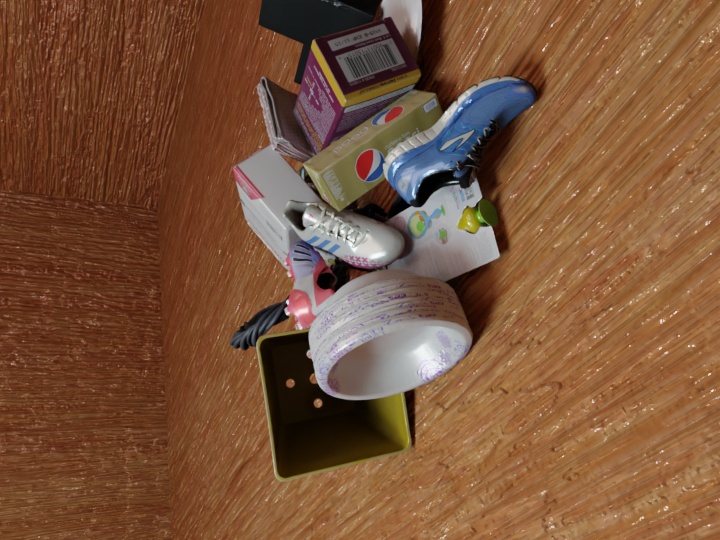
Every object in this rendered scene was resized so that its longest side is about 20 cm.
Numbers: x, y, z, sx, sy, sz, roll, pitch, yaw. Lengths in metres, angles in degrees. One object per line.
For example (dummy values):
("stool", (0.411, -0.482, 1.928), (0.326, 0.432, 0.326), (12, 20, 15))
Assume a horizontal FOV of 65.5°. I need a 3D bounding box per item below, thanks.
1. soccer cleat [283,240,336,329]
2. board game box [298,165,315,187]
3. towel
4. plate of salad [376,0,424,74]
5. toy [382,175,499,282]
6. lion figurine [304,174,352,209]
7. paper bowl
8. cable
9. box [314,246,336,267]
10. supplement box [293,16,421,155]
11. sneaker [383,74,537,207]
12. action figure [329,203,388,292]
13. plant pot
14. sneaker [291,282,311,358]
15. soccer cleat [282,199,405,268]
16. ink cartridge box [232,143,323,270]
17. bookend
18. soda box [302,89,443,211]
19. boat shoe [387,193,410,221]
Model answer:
("soccer cleat", (-0.067, 0.009, 0.819), (0.076, 0.067, 0.200), (-30, 28, 13))
("board game box", (-0.088, -0.142, 1.159), (0.135, 0.028, 0.201), (-27, 63, 59))
("towel", (-0.088, -0.252, 1.008), (0.032, 0.191, 0.201), (-46, 45, 31))
("plate of salad", (0.064, -0.365, 0.887), (0.200, 0.048, 0.201), (180, 90, -72))
("toy", (0.104, -0.038, 0.754), (0.200, 0.047, 0.116), (-30, 69, 49))
("lion figurine", (-0.058, -0.171, 1.051), (0.072, 0.122, 0.201), (-26, 47, 46))
("paper bowl", (0.033, 0.075, 0.713), (0.201, 0.200, 0.105), (-56, 39, 43))
("cable", (-0.143, 0.082, 0.933), (0.051, 0.163, 0.200), (53, 141, -7))
("box", (-0.058, -0.034, 0.984), (0.200, 0.041, 0.039), (105, 180, -74))
("supplement box", (-0.012, -0.270, 0.856), (0.104, 0.131, 0.200), (62, 160, 5))
("sneaker", (0.126, -0.145, 0.666), (0.200, 0.078, 0.089), (-37, 63, 20))
("action figure", (0.000, 0.000, 0.870), (0.119, 0.102, 0.201), (111, 175, -79))
("plant pot", (-0.055, 0.180, 0.867), (0.176, 0.199, 0.201), (167, 94, -75))
("sneaker", (-0.111, 0.100, 1.064), (0.108, 0.067, 0.202), (-23, 82, 40))
("soccer cleat", (-0.032, -0.055, 0.791), (0.199, 0.086, 0.070), (17, 78, 39))
("ink cartridge box", (-0.140, -0.102, 0.984), (0.146, 0.085, 0.200), (49, 162, 12))
("bookend", (-0.087, -0.418, 0.976), (0.200, 0.198, 0.092), (118, 169, -53))
("soda box", (0.023, -0.171, 0.785), (0.064, 0.200, 0.068), (60, 170, -32))
("boat shoe", (0.101, -0.128, 0.768), (0.200, 0.057, 0.067), (-59, 37, 40))
